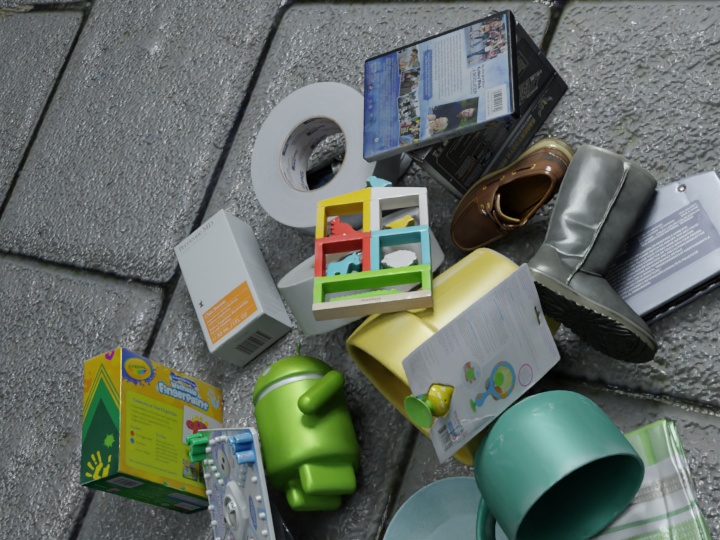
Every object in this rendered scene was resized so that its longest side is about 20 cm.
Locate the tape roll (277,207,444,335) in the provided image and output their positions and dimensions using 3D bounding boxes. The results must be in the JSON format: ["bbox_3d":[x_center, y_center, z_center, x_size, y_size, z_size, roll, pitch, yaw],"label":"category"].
[{"bbox_3d":[0.000,0.000,1.318,0.202,0.202,0.071,-26,100,23],"label":"tape roll"}]

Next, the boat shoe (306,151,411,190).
[{"bbox_3d":[-0.020,-0.131,1.479,0.200,0.057,0.069,-27,56,22],"label":"boat shoe"}]

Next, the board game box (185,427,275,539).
[{"bbox_3d":[-0.156,0.292,1.291,0.200,0.026,0.201,-18,82,62],"label":"board game box"}]

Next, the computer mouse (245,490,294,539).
[{"bbox_3d":[-0.139,0.310,1.335,0.200,0.046,0.140,63,153,10],"label":"computer mouse"}]

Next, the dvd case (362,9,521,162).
[{"bbox_3d":[0.091,-0.215,1.260,0.200,0.018,0.143,-14,62,30],"label":"dvd case"}]

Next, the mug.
[{"bbox_3d":[0.179,0.205,1.088,0.185,0.152,0.114,-31,49,-3],"label":"mug"}]

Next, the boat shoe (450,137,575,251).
[{"bbox_3d":[0.171,-0.081,1.274,0.200,0.072,0.068,-40,10,42],"label":"boat shoe"}]

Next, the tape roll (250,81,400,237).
[{"bbox_3d":[-0.047,-0.145,1.427,0.200,0.066,0.201,-8,74,29],"label":"tape roll"}]

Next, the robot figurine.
[{"bbox_3d":[-0.068,0.193,1.322,0.176,0.115,0.200,-54,42,44],"label":"robot figurine"}]

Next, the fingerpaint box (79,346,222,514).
[{"bbox_3d":[-0.268,0.213,1.399,0.073,0.200,0.167,-21,59,27],"label":"fingerpaint box"}]

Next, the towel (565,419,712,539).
[{"bbox_3d":[0.279,0.266,1.103,0.149,0.031,0.200,-24,57,23],"label":"towel"}]

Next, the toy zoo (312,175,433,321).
[{"bbox_3d":[0.014,-0.032,1.206,0.131,0.020,0.200,-7,46,8],"label":"toy zoo"}]

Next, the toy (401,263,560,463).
[{"bbox_3d":[0.113,0.089,1.072,0.047,0.115,0.200,-3,25,47],"label":"toy"}]

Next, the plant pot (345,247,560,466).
[{"bbox_3d":[0.118,0.085,1.207,0.189,0.201,0.201,-44,49,-11],"label":"plant pot"}]

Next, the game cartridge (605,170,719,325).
[{"bbox_3d":[0.331,-0.020,1.196,0.200,0.041,0.133,-32,58,19],"label":"game cartridge"}]

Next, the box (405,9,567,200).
[{"bbox_3d":[0.154,-0.193,1.320,0.048,0.158,0.200,36,92,39],"label":"box"}]

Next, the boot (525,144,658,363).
[{"bbox_3d":[0.275,-0.021,1.167,0.182,0.073,0.200,35,59,0],"label":"boot"}]

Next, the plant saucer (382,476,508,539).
[{"bbox_3d":[0.112,0.331,1.184,0.201,0.039,0.201,-16,60,29],"label":"plant saucer"}]

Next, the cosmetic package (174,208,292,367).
[{"bbox_3d":[-0.182,0.023,1.511,0.101,0.071,0.200,-38,52,15],"label":"cosmetic package"}]
